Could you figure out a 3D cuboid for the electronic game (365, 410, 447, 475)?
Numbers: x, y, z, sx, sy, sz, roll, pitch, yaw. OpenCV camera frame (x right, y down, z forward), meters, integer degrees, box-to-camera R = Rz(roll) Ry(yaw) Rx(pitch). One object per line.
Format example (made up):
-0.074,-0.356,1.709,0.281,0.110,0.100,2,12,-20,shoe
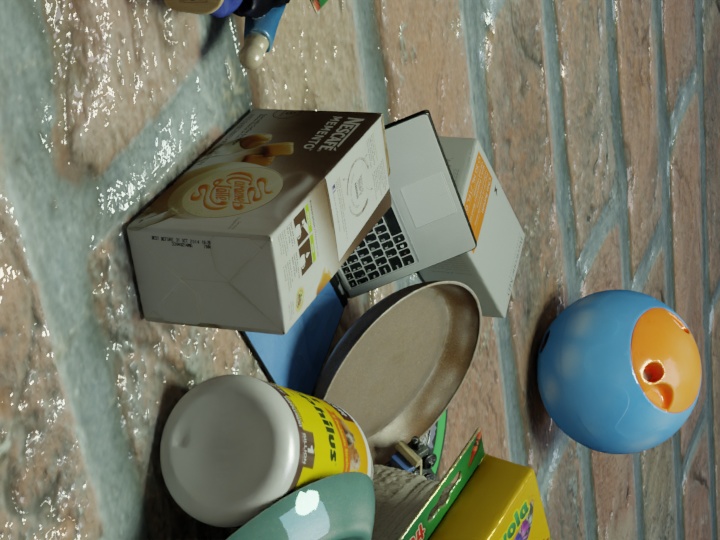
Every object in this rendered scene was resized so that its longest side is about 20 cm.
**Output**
0.042,0.153,1.566,0.200,0.042,0.201,6,90,-67,electronic game

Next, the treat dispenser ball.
0.316,0.124,2.001,0.201,0.200,0.201,6,90,-67,treat dispenser ball

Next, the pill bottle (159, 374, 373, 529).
-0.061,0.144,1.236,0.200,0.109,0.110,28,69,-66,pill bottle

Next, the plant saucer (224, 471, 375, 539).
-0.060,0.228,1.200,0.200,0.036,0.200,-33,155,-18,plant saucer

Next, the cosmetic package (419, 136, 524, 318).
0.098,-0.040,1.614,0.200,0.071,0.102,54,46,-58,cosmetic package

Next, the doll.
-0.083,-0.212,1.157,0.200,0.048,0.137,-30,113,-70,doll

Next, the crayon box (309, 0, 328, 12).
-0.033,-0.300,1.182,0.127,0.051,0.200,-64,137,-63,crayon box

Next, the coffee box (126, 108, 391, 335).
-0.066,-0.040,1.175,0.200,0.114,0.080,-50,140,-52,coffee box

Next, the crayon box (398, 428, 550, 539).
0.100,0.241,1.310,0.127,0.051,0.200,-51,140,-32,crayon box

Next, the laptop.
0.000,0.000,1.345,0.187,0.200,0.116,65,5,-52,laptop

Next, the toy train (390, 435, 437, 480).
0.042,0.225,1.509,0.046,0.034,0.200,-27,140,-27,toy train

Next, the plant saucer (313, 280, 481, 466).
0.026,0.089,1.416,0.200,0.032,0.201,-31,141,-30,plant saucer

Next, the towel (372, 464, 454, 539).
0.009,0.229,1.351,0.200,0.132,0.035,-41,129,-43,towel
